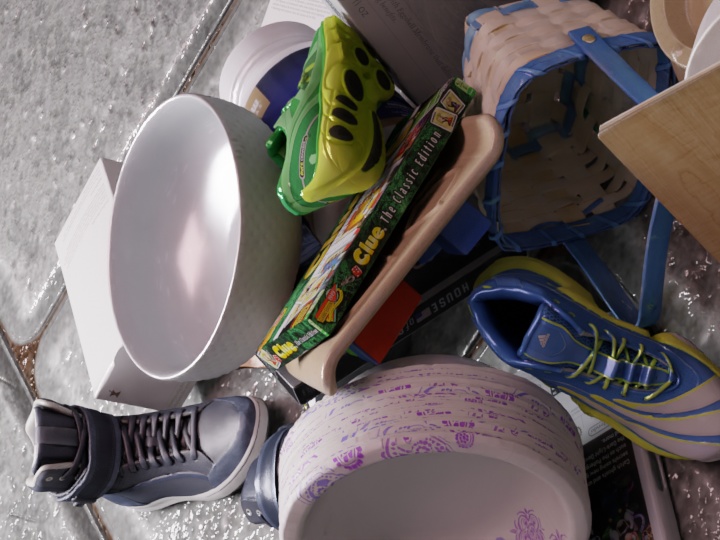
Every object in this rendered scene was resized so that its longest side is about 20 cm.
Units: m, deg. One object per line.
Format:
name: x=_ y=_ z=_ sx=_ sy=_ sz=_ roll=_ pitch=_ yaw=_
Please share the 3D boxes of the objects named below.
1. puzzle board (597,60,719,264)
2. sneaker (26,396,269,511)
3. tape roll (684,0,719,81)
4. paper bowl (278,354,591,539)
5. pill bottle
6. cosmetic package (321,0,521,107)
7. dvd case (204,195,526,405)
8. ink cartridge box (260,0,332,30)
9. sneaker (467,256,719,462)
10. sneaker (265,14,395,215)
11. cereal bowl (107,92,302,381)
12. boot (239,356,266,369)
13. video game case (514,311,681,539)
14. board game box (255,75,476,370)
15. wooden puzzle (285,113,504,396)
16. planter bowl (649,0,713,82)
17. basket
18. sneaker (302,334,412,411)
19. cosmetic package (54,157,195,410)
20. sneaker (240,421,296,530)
puzzle board: x=0.258 y=-0.047 z=1.339 sx=0.150 sy=0.200 sz=0.017 roll=-28 pitch=27 yaw=41
sneaker: x=-0.180 y=0.139 z=1.826 sx=0.202 sy=0.146 sz=0.077 roll=-27 pitch=55 yaw=41
tape roll: x=0.287 y=-0.100 z=1.312 sx=0.202 sy=0.203 sz=0.037 roll=-29 pitch=26 yaw=42
paper bowl: x=0.046 y=0.133 z=1.477 sx=0.201 sy=0.200 sz=0.105 roll=-40 pitch=36 yaw=34
pill bottle: x=-0.021 y=-0.097 z=1.666 sx=0.116 sy=0.115 sz=0.200 roll=-60 pitch=41 yaw=16
cosmetic package: x=0.057 y=-0.248 z=1.599 sx=0.200 sy=0.199 sz=0.123 roll=-42 pitch=43 yaw=1
dvd case: x=0.000 y=0.000 z=1.661 sx=0.199 sy=0.025 sz=0.150 roll=-33 pitch=44 yaw=-13
ink cartridge box: x=0.011 y=-0.249 z=1.830 sx=0.200 sy=0.045 sz=0.177 roll=22 pitch=94 yaw=52
sneaker: x=0.147 y=0.063 z=1.436 sx=0.199 sy=0.105 sz=0.076 roll=30 pitch=106 yaw=18
sneaker: x=-0.027 y=-0.106 z=1.528 sx=0.083 sy=0.074 sz=0.200 roll=-32 pitch=23 yaw=21
cereal bowl: x=-0.099 y=-0.021 z=1.603 sx=0.200 sy=0.083 sz=0.201 roll=-12 pitch=76 yaw=57
boot: x=-0.042 y=-0.025 z=1.795 sx=0.188 sy=0.068 sz=0.201 roll=-10 pitch=73 yaw=39
video game case: x=0.125 y=0.152 z=1.553 sx=0.200 sy=0.023 sz=0.183 roll=-36 pitch=50 yaw=37
board game box: x=0.003 y=-0.030 z=1.482 sx=0.201 sy=0.023 sz=0.105 roll=-59 pitch=8 yaw=-25
wooden puzzle: x=0.027 y=-0.006 z=1.484 sx=0.200 sy=0.046 sz=0.185 roll=-56 pitch=8 yaw=-4
planter bowl: x=0.266 y=-0.162 z=1.408 sx=0.200 sy=0.134 sz=0.201 roll=-22 pitch=59 yaw=44
basket: x=0.147 y=-0.082 z=1.493 sx=0.177 sy=0.138 sz=0.200 roll=96 pitch=154 yaw=-44
sneaker: x=-0.052 y=0.054 z=1.734 sx=0.199 sy=0.075 sz=0.107 roll=17 pitch=100 yaw=39
cosmetic package: x=-0.188 y=0.011 z=1.925 sx=0.108 sy=0.084 sz=0.200 roll=-56 pitch=36 yaw=30
sneaker: x=-0.020 y=0.204 z=1.666 sx=0.146 sy=0.077 sz=0.204 roll=-20 pitch=79 yaw=59
